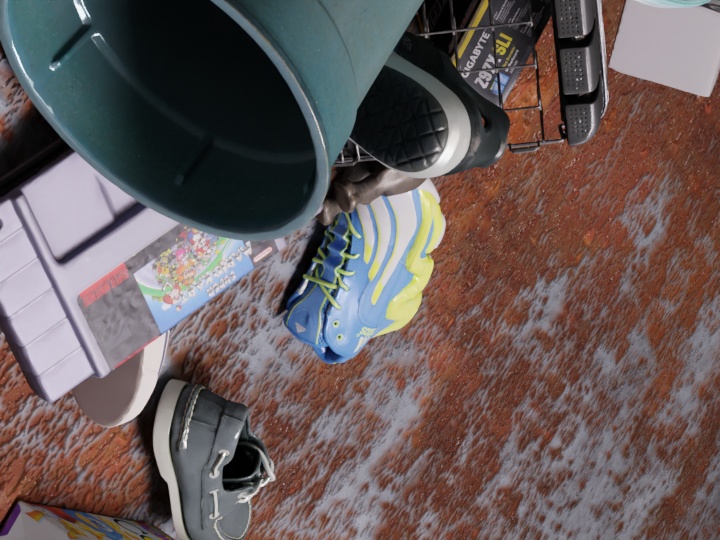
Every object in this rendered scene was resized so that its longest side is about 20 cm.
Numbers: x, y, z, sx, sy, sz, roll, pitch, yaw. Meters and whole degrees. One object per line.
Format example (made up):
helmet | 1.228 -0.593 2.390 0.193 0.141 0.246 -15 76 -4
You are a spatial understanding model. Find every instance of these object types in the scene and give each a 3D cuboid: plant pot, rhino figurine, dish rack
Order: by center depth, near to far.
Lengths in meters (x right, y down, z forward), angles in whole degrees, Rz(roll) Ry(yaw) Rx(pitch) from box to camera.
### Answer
plant pot | -0.053 -0.155 1.414 0.196 0.199 0.201 -54 159 -32
dish rack | 0.045 -0.136 1.620 0.055 0.198 0.154 -87 170 -61
rhino figurine | 0.005 -0.125 1.713 0.087 0.060 0.201 -28 130 -28

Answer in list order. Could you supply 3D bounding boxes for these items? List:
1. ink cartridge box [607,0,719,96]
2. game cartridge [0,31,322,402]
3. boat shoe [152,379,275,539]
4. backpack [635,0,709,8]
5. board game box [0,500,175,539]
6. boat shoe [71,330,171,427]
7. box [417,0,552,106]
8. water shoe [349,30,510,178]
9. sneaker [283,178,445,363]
ink cartridge box | 0.252 -0.252 1.991 0.145 0.084 0.201 -64 170 -48
game cartridge | -0.119 -0.030 1.508 0.200 0.038 0.130 -36 121 -20
boat shoe | -0.091 0.139 1.840 0.200 0.061 0.073 76 26 -58
backpack | 0.132 -0.229 1.477 0.151 0.200 0.177 -49 164 24
board game box | -0.164 0.225 1.767 0.103 0.105 0.200 -59 158 2
boat shoe | -0.114 -0.002 1.611 0.092 0.075 0.201 -23 139 -43
box | 0.106 -0.216 1.715 0.201 0.049 0.160 -62 -169 16
water shoe | 0.001 -0.113 1.540 0.079 0.200 0.072 3 124 -50
sneaker | 0.000 0.000 1.855 0.105 0.076 0.201 -46 156 -25
